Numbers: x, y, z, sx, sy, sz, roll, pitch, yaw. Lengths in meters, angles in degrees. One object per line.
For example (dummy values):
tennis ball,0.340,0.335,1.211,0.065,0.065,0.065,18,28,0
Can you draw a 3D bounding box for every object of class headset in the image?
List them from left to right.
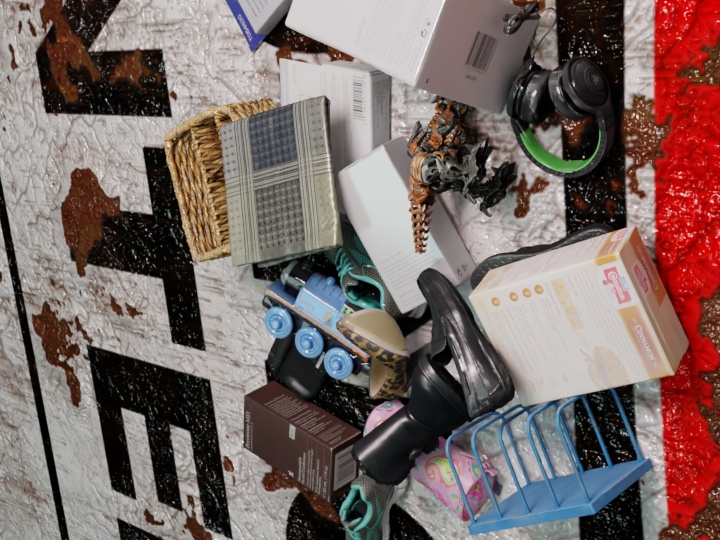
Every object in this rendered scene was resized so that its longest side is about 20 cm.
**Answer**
headset,0.209,-0.195,1.188,0.122,0.094,0.203,2,118,43

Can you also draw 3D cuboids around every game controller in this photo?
game controller,-0.078,0.109,1.630,0.104,0.042,0.202,36,130,11

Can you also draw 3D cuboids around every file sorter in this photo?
file sorter,0.221,0.226,1.304,0.199,0.138,0.125,-24,87,46

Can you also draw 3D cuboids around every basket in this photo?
basket,-0.177,-0.129,1.506,0.142,0.146,0.204,-31,71,64

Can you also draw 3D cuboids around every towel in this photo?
towel,-0.103,-0.111,1.400,0.190,0.034,0.204,-10,82,35

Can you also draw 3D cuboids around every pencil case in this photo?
pencil case,0.097,0.258,1.478,0.198,0.087,0.089,32,125,32

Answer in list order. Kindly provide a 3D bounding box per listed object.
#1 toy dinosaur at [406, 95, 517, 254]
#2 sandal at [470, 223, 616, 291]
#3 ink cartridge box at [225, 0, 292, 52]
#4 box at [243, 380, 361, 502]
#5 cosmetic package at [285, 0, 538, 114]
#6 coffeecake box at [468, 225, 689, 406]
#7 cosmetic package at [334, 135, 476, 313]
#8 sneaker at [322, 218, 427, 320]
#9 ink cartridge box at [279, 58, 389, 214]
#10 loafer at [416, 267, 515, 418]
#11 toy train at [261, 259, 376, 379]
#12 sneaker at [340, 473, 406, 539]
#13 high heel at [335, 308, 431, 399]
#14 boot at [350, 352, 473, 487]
toy dinosaur,0.108,-0.123,1.300,0.134,0.101,0.204,15,105,35
sandal,0.225,-0.003,1.283,0.198,0.048,0.076,-18,101,32
ink cartridge box,-0.158,-0.440,1.490,0.199,0.040,0.202,-38,78,45
box,-0.094,0.263,1.673,0.198,0.074,0.102,24,122,38
cosmetic package,0.060,-0.281,1.209,0.198,0.198,0.125,29,105,32
coffeecake box,0.247,0.056,1.220,0.198,0.073,0.155,-18,106,38
cosmetic package,0.055,-0.059,1.376,0.101,0.074,0.203,-26,94,31
sneaker,0.000,0.000,1.467,0.199,0.090,0.079,38,128,28
ink cartridge box,-0.035,-0.184,1.467,0.172,0.043,0.204,19,119,41
loafer,0.111,0.083,1.273,0.202,0.070,0.068,61,178,32
toy train,-0.047,0.065,1.513,0.198,0.087,0.116,33,114,12
sneaker,0.000,0.365,1.594,0.077,0.090,0.203,34,127,31
high heel,0.010,0.122,1.421,0.142,0.198,0.072,-41,49,30
boot,0.060,0.197,1.357,0.167,0.200,0.077,-38,64,3
